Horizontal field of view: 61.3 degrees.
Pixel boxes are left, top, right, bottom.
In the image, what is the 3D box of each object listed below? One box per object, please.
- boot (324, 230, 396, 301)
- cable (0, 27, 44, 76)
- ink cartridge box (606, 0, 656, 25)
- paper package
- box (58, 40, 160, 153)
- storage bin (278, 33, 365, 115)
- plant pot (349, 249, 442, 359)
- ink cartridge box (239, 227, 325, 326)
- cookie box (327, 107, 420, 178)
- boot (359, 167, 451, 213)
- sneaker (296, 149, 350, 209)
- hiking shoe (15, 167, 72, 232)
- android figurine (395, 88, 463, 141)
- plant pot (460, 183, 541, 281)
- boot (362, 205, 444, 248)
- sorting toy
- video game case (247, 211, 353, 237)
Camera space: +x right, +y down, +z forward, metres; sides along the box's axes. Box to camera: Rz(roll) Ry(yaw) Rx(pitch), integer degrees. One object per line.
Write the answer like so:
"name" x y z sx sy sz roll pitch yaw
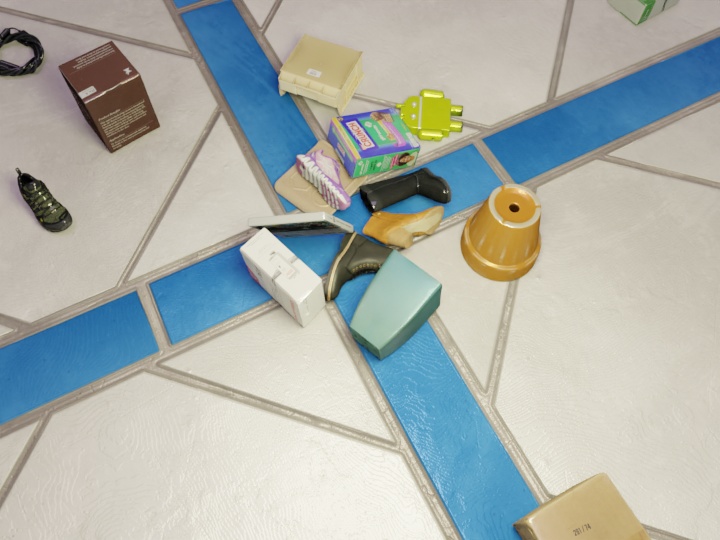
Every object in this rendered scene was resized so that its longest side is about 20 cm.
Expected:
"boot" 0.000 0.000 1.485 0.136 0.078 0.202 20 64 5
"cable" -1.055 -0.660 1.849 0.199 0.051 0.163 38 67 18
"ink cartridge box" 0.937 -0.911 1.989 0.198 0.083 0.147 -29 65 -15
"paper package" 0.436 0.527 1.179 0.198 0.104 0.192 -25 65 -14
"box" -0.680 -0.471 1.663 0.165 0.201 0.165 -34 66 -19
"storage bin" -0.114 -0.573 1.787 0.197 0.094 0.200 21 63 10
"plant pot" 0.071 0.091 1.399 0.141 0.142 0.200 36 74 18
"ink cartridge box" -0.179 0.018 1.428 0.199 0.147 0.083 41 71 19
"cookie box" 0.035 -0.348 1.647 0.197 0.076 0.172 -16 58 -23
"boot" 0.113 -0.196 1.569 0.197 0.067 0.165 -16 32 -18
"sneaker" -0.081 -0.245 1.581 0.088 0.081 0.200 -33 66 -21
"hiking shoe" -0.820 -0.178 1.556 0.199 0.101 0.076 38 67 18
"android figurine" 0.197 -0.447 1.751 0.196 0.041 0.185 7 61 1
"plant pot" 0.354 -0.106 1.481 0.196 0.184 0.203 0 61 0
"boot" 0.110 -0.131 1.563 0.143 0.072 0.200 24 44 33
"sorting toy" -0.104 -0.238 1.638 0.184 0.037 0.200 36 71 18
"video game case" -0.139 -0.108 1.453 0.197 0.181 0.024 -2 84 20
